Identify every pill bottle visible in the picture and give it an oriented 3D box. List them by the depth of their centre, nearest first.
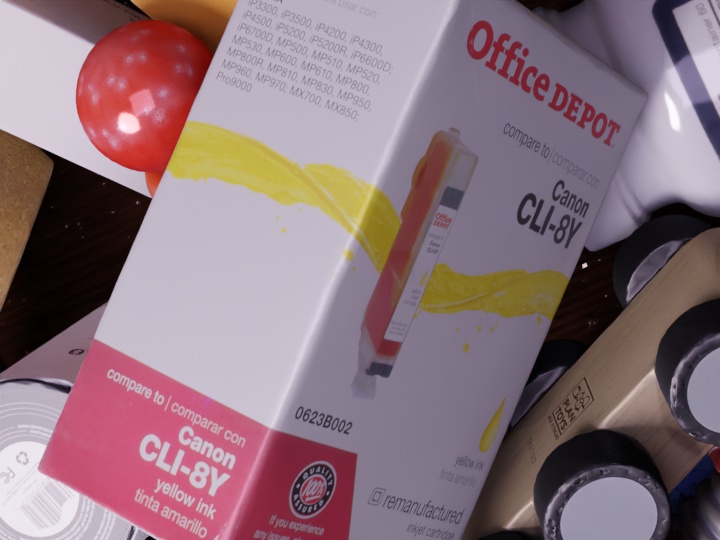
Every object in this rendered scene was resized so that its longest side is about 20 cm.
[{"bbox_3d":[0.156,-0.090,0.789,0.199,0.116,0.116,-24,97,14],"label":"pill bottle"}]

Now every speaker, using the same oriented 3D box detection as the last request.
[{"bbox_3d":[-0.086,0.051,0.816,0.080,0.200,0.082,4,105,14],"label":"speaker"}]

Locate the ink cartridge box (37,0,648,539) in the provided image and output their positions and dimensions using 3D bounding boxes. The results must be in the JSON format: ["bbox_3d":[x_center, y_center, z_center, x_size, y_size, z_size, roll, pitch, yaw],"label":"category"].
[{"bbox_3d":[0.000,0.000,0.701,0.083,0.145,0.201,23,90,33],"label":"ink cartridge box"}]

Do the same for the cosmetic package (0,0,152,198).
[{"bbox_3d":[-0.147,-0.097,0.809,0.199,0.083,0.051,25,109,-30],"label":"cosmetic package"}]

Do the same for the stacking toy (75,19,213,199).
[{"bbox_3d":[-0.038,-0.022,0.802,0.085,0.086,0.200,-35,132,14],"label":"stacking toy"}]

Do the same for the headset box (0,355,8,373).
[{"bbox_3d":[-0.155,0.147,0.842,0.074,0.150,0.201,-7,141,12],"label":"headset box"}]

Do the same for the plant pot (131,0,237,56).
[{"bbox_3d":[-0.009,-0.177,0.770,0.200,0.200,0.183,46,121,-3],"label":"plant pot"}]

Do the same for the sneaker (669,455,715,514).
[{"bbox_3d":[0.132,0.123,0.859,0.110,0.077,0.201,-23,96,11],"label":"sneaker"}]

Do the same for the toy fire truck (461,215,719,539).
[{"bbox_3d":[0.144,0.110,0.770,0.199,0.129,0.176,36,106,-21],"label":"toy fire truck"}]

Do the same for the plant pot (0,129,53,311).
[{"bbox_3d":[-0.232,-0.038,0.848,0.199,0.187,0.188,21,105,-11],"label":"plant pot"}]
